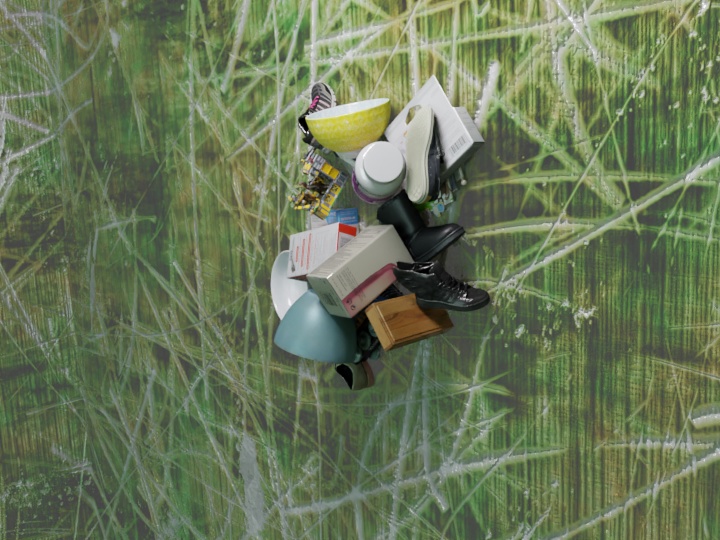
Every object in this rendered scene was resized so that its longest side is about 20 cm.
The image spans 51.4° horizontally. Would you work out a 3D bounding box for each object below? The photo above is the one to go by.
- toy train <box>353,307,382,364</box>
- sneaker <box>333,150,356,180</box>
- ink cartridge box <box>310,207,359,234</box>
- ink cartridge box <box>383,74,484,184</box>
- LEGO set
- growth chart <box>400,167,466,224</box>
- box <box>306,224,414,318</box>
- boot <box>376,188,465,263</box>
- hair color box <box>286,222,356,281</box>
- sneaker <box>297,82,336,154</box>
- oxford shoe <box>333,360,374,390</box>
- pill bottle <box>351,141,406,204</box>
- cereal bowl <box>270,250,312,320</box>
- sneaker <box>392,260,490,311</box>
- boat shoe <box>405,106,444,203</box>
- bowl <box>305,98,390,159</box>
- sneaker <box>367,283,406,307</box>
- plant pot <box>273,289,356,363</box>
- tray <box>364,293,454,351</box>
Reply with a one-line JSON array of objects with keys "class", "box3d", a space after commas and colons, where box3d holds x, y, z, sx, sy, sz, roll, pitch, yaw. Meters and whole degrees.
[{"class": "toy train", "box3d": [0.019, 0.142, 1.830, 0.201, 0.084, 0.115, -56, 49, 38]}, {"class": "sneaker", "box3d": [-0.003, -0.236, 1.779, 0.200, 0.073, 0.080, 46, 134, 31]}, {"class": "ink cartridge box", "box3d": [-0.060, -0.053, 1.879, 0.114, 0.067, 0.203, 3, 100, 48]}, {"class": "ink cartridge box", "box3d": [0.151, -0.283, 1.591, 0.200, 0.043, 0.175, -43, 67, 45]}, {"class": "LEGO set", "box3d": [-0.125, -0.216, 1.816, 0.155, 0.115, 0.200, -55, 25, 8]}, {"class": "growth chart", "box3d": [0.157, -0.194, 1.652, 0.200, 0.018, 0.146, -37, 71, 46]}, {"class": "box", "box3d": [0.000, 0.000, 1.656, 0.110, 0.199, 0.127, 57, 160, -16]}, {"class": "boot", "box3d": [0.126, -0.103, 1.640, 0.164, 0.073, 0.198, 58, 145, 5]}, {"class": "hair color box", "box3d": [-0.095, -0.041, 1.803, 0.199, 0.063, 0.113, -9, 73, 48]}, {"class": "sneaker", "box3d": [-0.110, -0.382, 1.826, 0.074, 0.086, 0.203, -37, 50, 50]}, {"class": "oxford shoe", "box3d": [-0.041, 0.216, 1.910, 0.201, 0.073, 0.071, 54, 133, 25]}, {"class": "pill bottle", "box3d": [0.040, -0.212, 1.601, 0.200, 0.111, 0.114, 134, 123, -84]}, {"class": "cereal bowl", "box3d": [-0.157, 0.045, 1.986, 0.199, 0.082, 0.203, 12, 105, 54]}, {"class": "sneaker", "box3d": [0.172, 0.027, 1.589, 0.197, 0.060, 0.105, 0, 122, 24]}, {"class": "boat shoe", "box3d": [0.136, -0.236, 1.546, 0.074, 0.062, 0.203, -7, 80, 53]}, {"class": "bowl", "box3d": [-0.018, -0.316, 1.700, 0.199, 0.199, 0.109, 7, 116, 46]}, {"class": "sneaker", "box3d": [0.066, 0.057, 1.739, 0.198, 0.078, 0.071, 20, 149, 17]}, {"class": "plant pot", "box3d": [-0.093, 0.122, 1.763, 0.199, 0.199, 0.137, 20, 99, 43]}, {"class": "tray", "box3d": [0.110, 0.104, 1.629, 0.037, 0.198, 0.100, -44, 67, 43]}]
